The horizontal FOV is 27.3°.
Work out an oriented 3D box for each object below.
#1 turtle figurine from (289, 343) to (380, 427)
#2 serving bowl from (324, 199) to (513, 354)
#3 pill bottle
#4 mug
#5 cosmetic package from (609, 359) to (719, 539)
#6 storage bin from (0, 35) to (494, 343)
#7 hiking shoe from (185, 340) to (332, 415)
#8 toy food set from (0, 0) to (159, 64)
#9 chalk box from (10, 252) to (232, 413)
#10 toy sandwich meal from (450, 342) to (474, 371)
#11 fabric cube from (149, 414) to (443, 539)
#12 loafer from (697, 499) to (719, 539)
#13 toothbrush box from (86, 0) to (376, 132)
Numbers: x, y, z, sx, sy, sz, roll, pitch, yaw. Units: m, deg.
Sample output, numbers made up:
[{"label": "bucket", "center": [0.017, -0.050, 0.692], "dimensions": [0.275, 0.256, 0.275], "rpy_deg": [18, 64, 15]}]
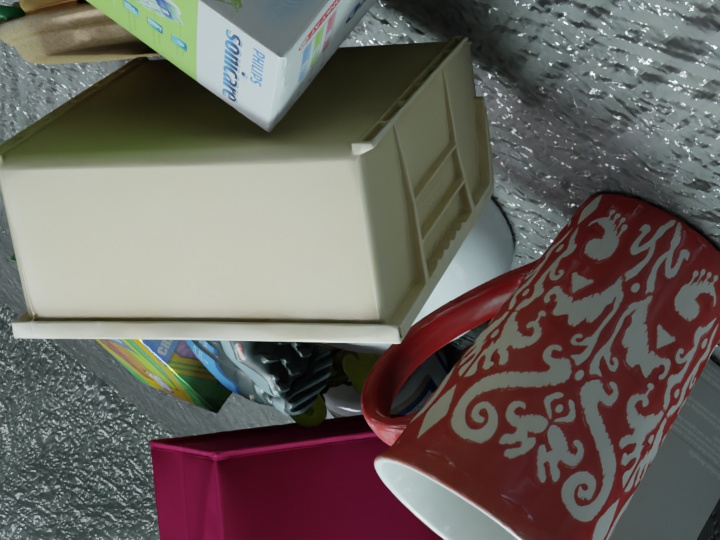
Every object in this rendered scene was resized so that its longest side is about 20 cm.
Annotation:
[{"label": "turtle figurine", "center": [-0.035, 0.068, 1.142], "dimensions": [0.161, 0.198, 0.065], "rpy_deg": [-109, 11, -73]}, {"label": "serving bowl", "center": [0.000, 0.000, 0.988], "dimensions": [0.198, 0.066, 0.201], "rpy_deg": [9, 147, 6]}, {"label": "pill bottle", "center": [0.040, 0.121, 1.297], "dimensions": [0.111, 0.111, 0.200], "rpy_deg": [24, 159, 37]}, {"label": "mug", "center": [0.100, 0.055, 0.836], "dimensions": [0.177, 0.200, 0.134], "rpy_deg": [33, 164, 15]}, {"label": "cosmetic package", "center": [0.159, 0.139, 0.942], "dimensions": [0.107, 0.200, 0.090], "rpy_deg": [39, 163, -6]}, {"label": "storage bin", "center": [-0.052, -0.049, 0.754], "dimensions": [0.198, 0.199, 0.094], "rpy_deg": [-1, 113, 20]}, {"label": "hiking shoe", "center": [-0.097, 0.014, 0.946], "dimensions": [0.086, 0.074, 0.201], "rpy_deg": [1, 128, 38]}, {"label": "toy food set", "center": [-0.101, -0.143, 0.786], "dimensions": [0.197, 0.199, 0.049], "rpy_deg": [3, 102, 59]}, {"label": "chalk box", "center": [-0.160, -0.011, 1.088], "dimensions": [0.200, 0.124, 0.124], "rpy_deg": [47, 162, -32]}, {"label": "toy sandwich meal", "center": [0.129, 0.145, 1.055], "dimensions": [0.204, 0.206, 0.070], "rpy_deg": [29, -167, 26]}, {"label": "fabric cube", "center": [-0.033, 0.214, 1.072], "dimensions": [0.195, 0.201, 0.200], "rpy_deg": [-6, 178, -20]}, {"label": "loafer", "center": [0.282, 0.147, 0.976], "dimensions": [0.070, 0.074, 0.200], "rpy_deg": [3, 163, -6]}, {"label": "toothbrush box", "center": [-0.074, -0.184, 0.644], "dimensions": [0.199, 0.146, 0.086], "rpy_deg": [37, 163, 3]}]
